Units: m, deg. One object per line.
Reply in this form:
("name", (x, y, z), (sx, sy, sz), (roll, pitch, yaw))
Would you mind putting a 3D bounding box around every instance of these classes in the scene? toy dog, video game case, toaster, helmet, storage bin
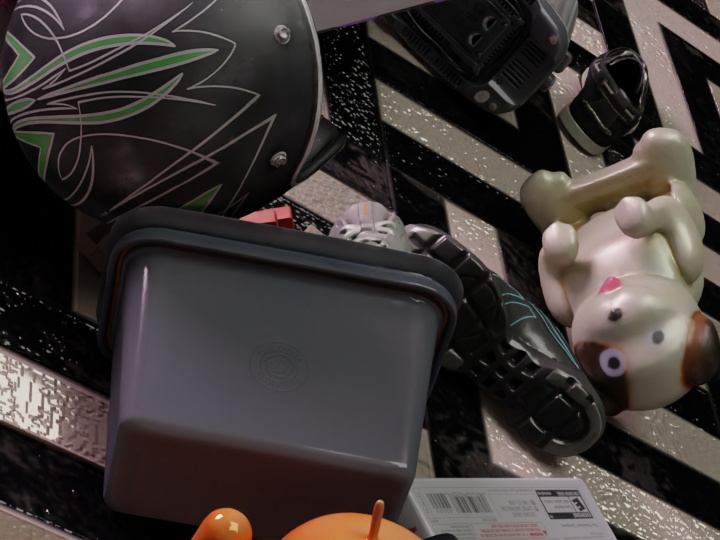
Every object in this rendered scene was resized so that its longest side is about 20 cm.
("toy dog", (0.200, 0.022, 1.547), (0.201, 0.138, 0.195), (-85, 161, -56))
("video game case", (0.120, 0.210, 1.289), (0.199, 0.023, 0.183), (8, 46, -50))
("toaster", (0.096, -0.233, 1.736), (0.200, 0.114, 0.129), (42, 25, -1))
("helmet", (-0.104, -0.113, 1.153), (0.200, 0.200, 0.191), (47, 18, 5))
("storage bin", (-0.054, 0.074, 1.116), (0.198, 0.146, 0.135), (12, 47, -6))

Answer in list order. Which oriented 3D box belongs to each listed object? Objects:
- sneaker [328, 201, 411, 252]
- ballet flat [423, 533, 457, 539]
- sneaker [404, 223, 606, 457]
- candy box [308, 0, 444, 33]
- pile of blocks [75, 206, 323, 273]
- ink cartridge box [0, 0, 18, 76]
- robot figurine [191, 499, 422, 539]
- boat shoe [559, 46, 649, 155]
("sneaker", (0.000, 0.000, 1.248), (0.075, 0.093, 0.200), (3, -6, -3))
("ballet flat", (0.017, 0.202, 1.118), (0.073, 0.073, 0.201), (35, 32, -17))
("sneaker", (0.090, 0.045, 1.427), (0.200, 0.075, 0.079), (49, 17, -10))
("candy box", (-0.001, -0.270, 1.589), (0.201, 0.166, 0.072), (-87, 160, -54))
("pile of blocks", (-0.086, -0.026, 1.281), (0.199, 0.062, 0.082), (-1, 53, -54))
("ink cartridge box", (-0.222, -0.216, 1.202), (0.129, 0.200, 0.125), (45, 29, 2))
("robot figurine", (-0.026, 0.188, 0.938), (0.116, 0.200, 0.145), (18, 39, -40))
("boat shoe", (0.240, -0.167, 1.884), (0.072, 0.068, 0.200), (42, 27, -1))
